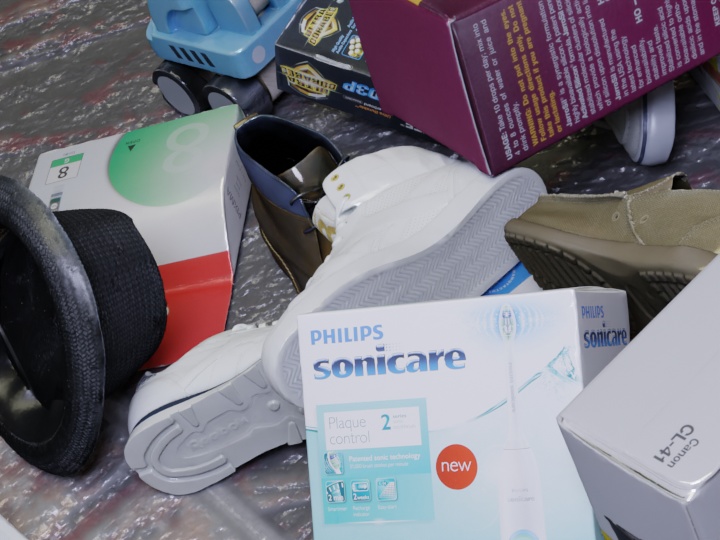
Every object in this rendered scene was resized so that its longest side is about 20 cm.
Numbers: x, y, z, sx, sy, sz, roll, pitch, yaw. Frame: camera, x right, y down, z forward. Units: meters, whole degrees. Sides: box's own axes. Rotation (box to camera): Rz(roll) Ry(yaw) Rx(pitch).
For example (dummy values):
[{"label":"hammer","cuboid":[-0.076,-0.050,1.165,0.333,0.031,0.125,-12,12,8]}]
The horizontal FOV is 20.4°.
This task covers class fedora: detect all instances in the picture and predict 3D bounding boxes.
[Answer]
[{"label":"fedora","cuboid":[-0.177,0.026,1.223,0.091,0.202,0.200,-20,32,-32]}]

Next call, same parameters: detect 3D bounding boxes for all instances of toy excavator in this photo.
[{"label":"toy excavator","cuboid":[-0.092,-0.198,1.372,0.194,0.201,0.100,19,58,46]}]

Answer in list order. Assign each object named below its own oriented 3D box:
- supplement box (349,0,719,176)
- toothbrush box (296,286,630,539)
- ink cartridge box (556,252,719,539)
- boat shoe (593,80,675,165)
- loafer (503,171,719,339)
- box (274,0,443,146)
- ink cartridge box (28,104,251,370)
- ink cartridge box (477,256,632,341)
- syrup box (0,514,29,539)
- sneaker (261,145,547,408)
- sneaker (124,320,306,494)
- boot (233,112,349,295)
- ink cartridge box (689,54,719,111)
[{"label":"supplement box","cuboid":[0.111,-0.157,1.146,0.199,0.104,0.131,-29,33,-17]},{"label":"toothbrush box","cuboid":[0.057,0.113,0.965,0.145,0.085,0.202,-5,87,24]},{"label":"ink cartridge box","cuboid":[0.186,0.099,0.902,0.147,0.201,0.085,-42,42,-19]},{"label":"boat shoe","cuboid":[0.137,-0.143,1.260,0.085,0.075,0.203,-3,50,-9]},{"label":"loafer","cuboid":[0.148,-0.009,1.012,0.067,0.076,0.199,-45,28,-17]},{"label":"box","cuboid":[0.054,-0.180,1.358,0.158,0.046,0.201,19,55,15]},{"label":"ink cartridge box","cuboid":[-0.158,-0.016,1.342,0.159,0.050,0.201,-12,40,18]},{"label":"ink cartridge box","cuboid":[0.105,0.076,1.075,0.116,0.068,0.200,-40,40,-16]},{"label":"syrup box","cuboid":[-0.251,0.166,1.170,0.081,0.079,0.199,-42,41,-18]},{"label":"sneaker","cuboid":[0.000,0.000,1.119,0.199,0.074,0.115,-36,34,-28]},{"label":"sneaker","cuboid":[-0.050,0.058,1.180,0.198,0.077,0.081,-20,32,12]},{"label":"boot","cuboid":[-0.020,-0.022,1.229,0.074,0.097,0.200,-37,40,-12]},{"label":"ink cartridge box","cuboid":[0.275,-0.154,1.218,0.144,0.084,0.201,-27,40,1]}]
